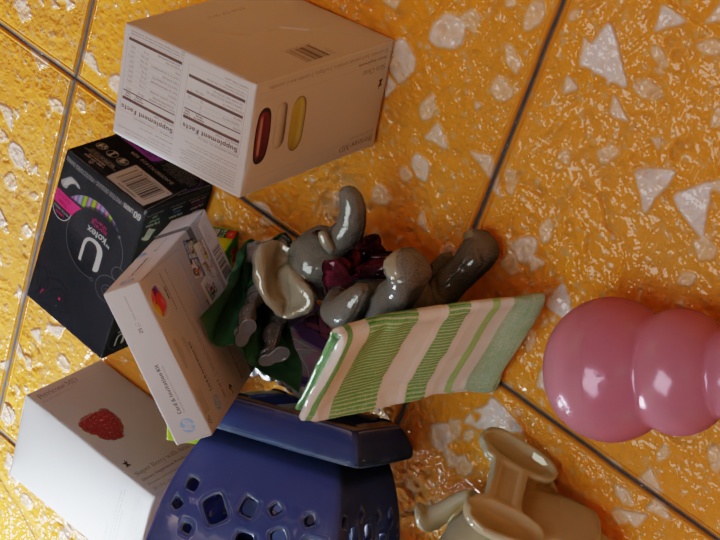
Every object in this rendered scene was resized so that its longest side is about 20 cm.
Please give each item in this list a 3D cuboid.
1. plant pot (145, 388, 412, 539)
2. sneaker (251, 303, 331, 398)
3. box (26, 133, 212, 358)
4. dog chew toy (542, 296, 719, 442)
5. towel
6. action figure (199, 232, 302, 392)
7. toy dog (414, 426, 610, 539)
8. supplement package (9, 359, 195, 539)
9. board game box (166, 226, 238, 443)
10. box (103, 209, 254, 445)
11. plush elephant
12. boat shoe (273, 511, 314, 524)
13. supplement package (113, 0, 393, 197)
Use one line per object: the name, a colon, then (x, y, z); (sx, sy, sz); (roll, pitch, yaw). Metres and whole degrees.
plant pot: (-0.067, 0.217, 1.713); (0.200, 0.200, 0.180); (15, 93, 19)
sneaker: (-0.051, 0.073, 1.758); (0.200, 0.080, 0.089); (18, 110, 34)
box: (-0.253, -0.029, 1.857); (0.122, 0.106, 0.200); (37, 127, 23)
dog chew toy: (0.257, 0.084, 1.488); (0.200, 0.125, 0.125); (0, 107, 30)
towel: (0.052, 0.078, 1.584); (0.153, 0.200, 0.023); (114, 142, -50)
action figure: (-0.088, 0.020, 1.700); (0.055, 0.200, 0.118); (-39, 112, 23)
toy dog: (0.128, 0.274, 1.670); (0.194, 0.140, 0.200); (23, 127, -13)
supplement package: (-0.268, 0.213, 1.954); (0.200, 0.121, 0.120); (34, 126, 24)
board game box: (-0.161, 0.065, 1.817); (0.048, 0.102, 0.200); (7, 114, 7)
box: (-0.156, 0.048, 1.641); (0.041, 0.200, 0.156); (-19, 106, 17)
plush elephant: (0.000, 0.000, 1.625); (0.155, 0.165, 0.200); (48, 127, 18)
boat shoe: (-0.029, 0.324, 1.841); (0.200, 0.067, 0.074); (51, 131, 11)
supplement package: (-0.095, -0.167, 1.612); (0.156, 0.200, 0.111); (28, 123, 28)
